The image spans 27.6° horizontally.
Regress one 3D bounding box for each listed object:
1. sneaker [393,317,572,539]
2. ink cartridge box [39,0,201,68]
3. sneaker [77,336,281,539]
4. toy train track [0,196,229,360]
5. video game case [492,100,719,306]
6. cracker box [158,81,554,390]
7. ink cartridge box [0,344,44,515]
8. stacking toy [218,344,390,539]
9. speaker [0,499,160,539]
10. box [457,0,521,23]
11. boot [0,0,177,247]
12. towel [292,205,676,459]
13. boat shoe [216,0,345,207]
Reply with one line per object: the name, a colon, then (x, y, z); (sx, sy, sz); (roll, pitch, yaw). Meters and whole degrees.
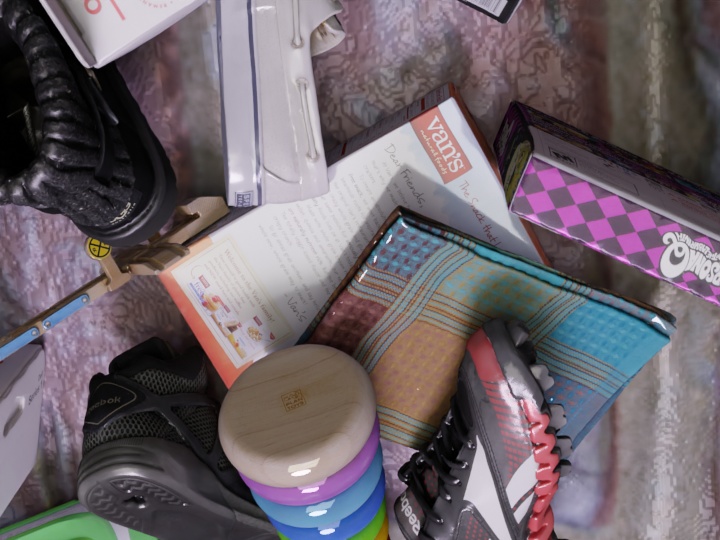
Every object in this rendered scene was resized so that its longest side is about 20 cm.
sneaker: (0.065, 0.112, 0.816); (0.097, 0.071, 0.202); (-11, 132, -5)
ink cartridge box: (-0.131, -0.171, 0.737); (0.067, 0.200, 0.116); (-32, 102, 3)
sneaker: (-0.093, 0.109, 0.864); (0.076, 0.115, 0.199); (-23, 142, 22)
toy train track: (-0.162, 0.006, 0.812); (0.199, 0.114, 0.033); (-35, 104, -22)
video game case: (0.167, -0.024, 0.772); (0.198, 0.181, 0.036); (24, 105, -4)
cracker box: (0.000, 0.000, 0.852); (0.198, 0.058, 0.135); (-28, 103, 11)
ink cartridge box: (-0.297, 0.092, 0.847); (0.197, 0.146, 0.085); (7, 107, 2)
stacking toy: (-0.013, 0.135, 0.818); (0.084, 0.086, 0.201); (-12, 135, 6)
speaker: (-0.200, 0.200, 0.902); (0.198, 0.089, 0.089); (-22, 103, 9)
box: (0.010, -0.223, 0.774); (0.198, 0.035, 0.111); (25, 67, -4)
boot: (-0.181, -0.108, 0.737); (0.079, 0.158, 0.212); (-42, 73, 6)
towel: (0.064, 0.051, 0.826); (0.198, 0.022, 0.147); (21, 121, -28)
boat shoe: (-0.043, -0.136, 0.798); (0.069, 0.071, 0.203); (-2, 82, -8)
